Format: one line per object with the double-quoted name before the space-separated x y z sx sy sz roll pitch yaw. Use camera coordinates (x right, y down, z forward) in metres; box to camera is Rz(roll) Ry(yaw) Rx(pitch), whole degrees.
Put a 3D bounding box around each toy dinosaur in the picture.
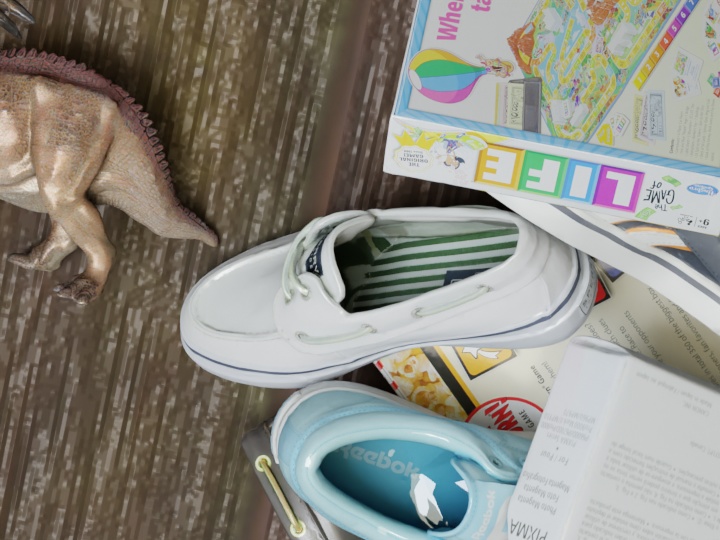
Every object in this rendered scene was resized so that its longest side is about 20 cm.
"toy dinosaur" -0.147 -0.068 1.213 0.199 0.086 0.136 17 96 -5

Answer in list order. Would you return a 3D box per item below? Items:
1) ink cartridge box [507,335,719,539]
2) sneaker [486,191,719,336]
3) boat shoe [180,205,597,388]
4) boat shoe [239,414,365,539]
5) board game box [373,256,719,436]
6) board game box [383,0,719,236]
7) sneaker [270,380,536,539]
"ink cartridge box" 0.126 0.147 1.156 0.162 0.057 0.200 23 89 -28
"sneaker" 0.125 -0.035 1.151 0.200 0.078 0.080 30 106 -10
"boat shoe" 0.000 0.000 1.188 0.200 0.067 0.074 -10 58 28
"boat shoe" 0.007 0.154 1.250 0.060 0.072 0.202 -20 91 5
"board game box" 0.123 0.032 1.226 0.200 0.046 0.152 -34 97 10
"board game box" 0.092 -0.111 1.134 0.134 0.200 0.034 11 141 2
"sneaker" 0.059 0.102 1.175 0.199 0.082 0.074 12 102 -5
